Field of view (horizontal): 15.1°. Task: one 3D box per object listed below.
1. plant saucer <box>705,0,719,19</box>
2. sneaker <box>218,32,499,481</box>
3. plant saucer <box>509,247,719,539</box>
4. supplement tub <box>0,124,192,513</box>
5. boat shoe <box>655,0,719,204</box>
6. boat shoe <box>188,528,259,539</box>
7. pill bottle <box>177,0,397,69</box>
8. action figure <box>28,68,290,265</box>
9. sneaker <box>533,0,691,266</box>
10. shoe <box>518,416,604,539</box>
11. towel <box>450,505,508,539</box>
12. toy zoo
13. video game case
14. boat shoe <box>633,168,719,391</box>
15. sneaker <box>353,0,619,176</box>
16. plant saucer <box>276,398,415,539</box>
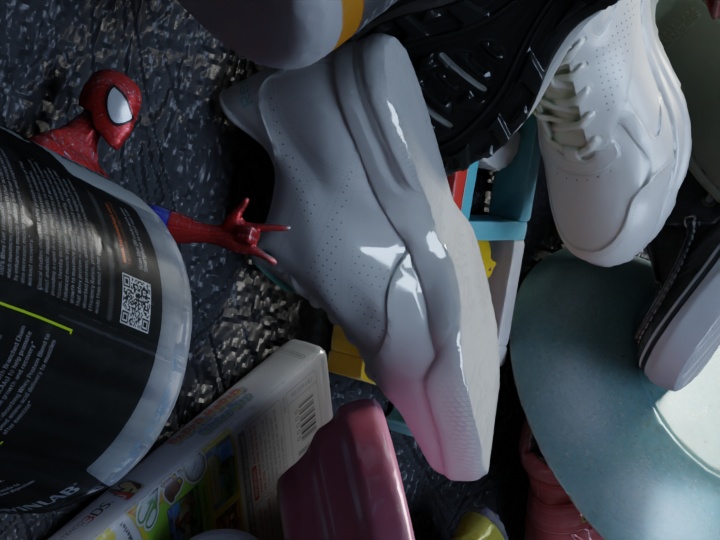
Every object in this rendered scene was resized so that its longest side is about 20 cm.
[{"bbox_3d":[0.134,-0.219,1.034,0.200,0.037,0.200,66,13,-77],"label":"plant saucer"},{"bbox_3d":[0.000,0.000,1.118,0.075,0.088,0.200,-71,146,-62],"label":"sneaker"},{"bbox_3d":[0.161,0.066,1.332,0.201,0.039,0.201,27,44,-30],"label":"plant saucer"},{"bbox_3d":[-0.151,0.003,0.847,0.200,0.122,0.123,28,78,-59],"label":"supplement tub"},{"bbox_3d":[0.170,-0.102,1.285,0.201,0.072,0.061,54,32,2],"label":"boat shoe"},{"bbox_3d":[-0.057,0.198,1.099,0.065,0.074,0.200,-72,166,-81],"label":"boat shoe"},{"bbox_3d":[0.015,-0.173,1.005,0.200,0.116,0.116,-40,136,-22],"label":"pill bottle"},{"bbox_3d":[-0.096,0.028,0.970,0.065,0.099,0.200,36,68,-72],"label":"action figure"},{"bbox_3d":[0.093,-0.098,1.218,0.099,0.078,0.200,-13,103,-49],"label":"sneaker"},{"bbox_3d":[0.149,0.073,1.403,0.200,0.071,0.091,-44,140,-36],"label":"shoe"},{"bbox_3d":[0.024,0.219,1.285,0.200,0.023,0.144,-56,156,-29],"label":"towel"},{"bbox_3d":[0.038,-0.022,1.236,0.131,0.020,0.200,-1,103,-58],"label":"toy zoo"},{"bbox_3d":[-0.064,0.156,1.144,0.182,0.023,0.200,-39,134,-45],"label":"video game case"},{"bbox_3d":[0.167,-0.020,1.324,0.200,0.071,0.072,-55,172,-43],"label":"boat shoe"},{"bbox_3d":[0.061,-0.112,1.120,0.074,0.200,0.079,42,24,-11],"label":"sneaker"},{"bbox_3d":[0.004,0.154,1.100,0.201,0.051,0.201,169,-90,-88],"label":"plant saucer"}]
